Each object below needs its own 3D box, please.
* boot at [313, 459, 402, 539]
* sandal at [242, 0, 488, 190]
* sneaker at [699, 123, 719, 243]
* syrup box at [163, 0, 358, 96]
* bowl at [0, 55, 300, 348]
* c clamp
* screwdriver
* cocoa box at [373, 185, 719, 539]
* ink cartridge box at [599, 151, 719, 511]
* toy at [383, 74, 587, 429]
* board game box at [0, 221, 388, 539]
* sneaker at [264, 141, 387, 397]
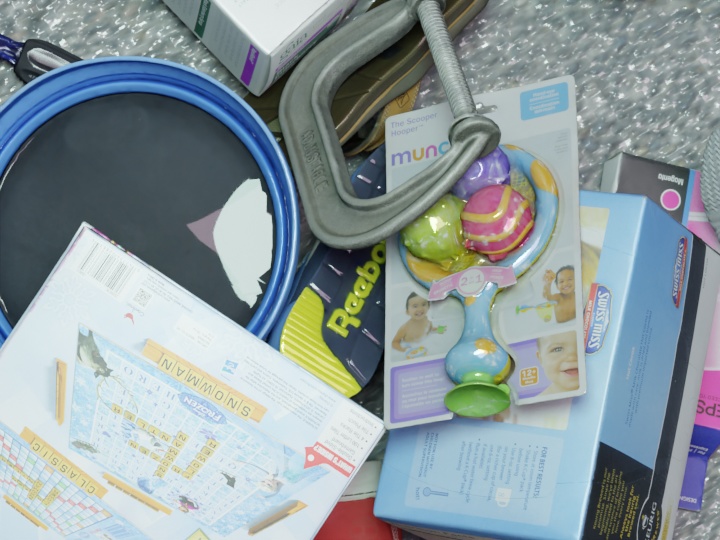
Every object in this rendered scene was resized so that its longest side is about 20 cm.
[{"bbox_3d":[-0.069,0.185,1.610,0.199,0.072,0.145,-3,86,-14],"label":"boot"},{"bbox_3d":[0.002,-0.106,1.678,0.200,0.082,0.055,-43,131,-17],"label":"sandal"},{"bbox_3d":[0.279,-0.031,1.704,0.114,0.075,0.200,-47,119,-30],"label":"sneaker"},{"bbox_3d":[-0.096,-0.203,1.647,0.079,0.081,0.200,-43,86,-16],"label":"syrup box"},{"bbox_3d":[-0.132,-0.019,1.613,0.200,0.039,0.201,-1,83,5],"label":"bowl"},{"bbox_3d":[0.027,-0.104,1.588,0.171,0.027,0.200,-27,43,17],"label":"c clamp"},{"bbox_3d":[-0.232,-0.140,1.647,0.200,0.029,0.028,24,77,-5],"label":"screwdriver"},{"bbox_3d":[0.108,0.063,1.611,0.133,0.131,0.200,6,77,29],"label":"cocoa box"},{"bbox_3d":[0.178,0.036,1.710,0.094,0.037,0.201,12,80,-12],"label":"ink cartridge box"},{"bbox_3d":[0.060,-0.019,1.552,0.115,0.047,0.200,-11,61,19],"label":"toy"},{"bbox_3d":[-0.121,0.111,1.547,0.200,0.041,0.200,34,84,0],"label":"board game box"},{"bbox_3d":[0.000,0.000,1.654,0.074,0.082,0.200,37,60,-3],"label":"sneaker"}]
